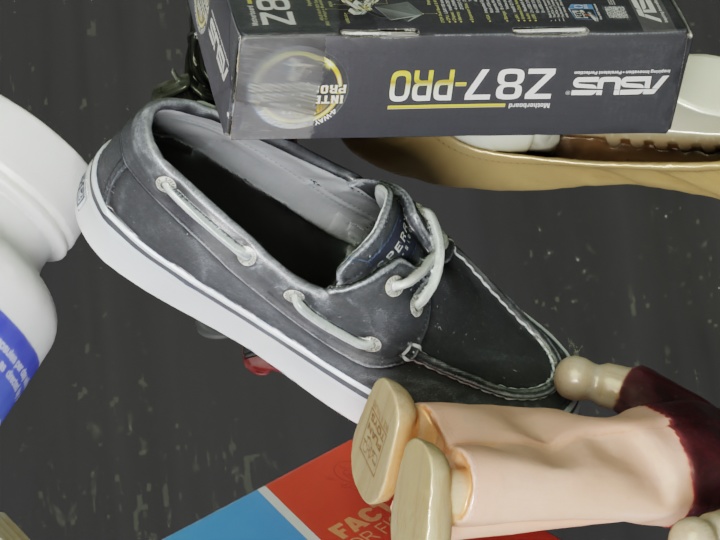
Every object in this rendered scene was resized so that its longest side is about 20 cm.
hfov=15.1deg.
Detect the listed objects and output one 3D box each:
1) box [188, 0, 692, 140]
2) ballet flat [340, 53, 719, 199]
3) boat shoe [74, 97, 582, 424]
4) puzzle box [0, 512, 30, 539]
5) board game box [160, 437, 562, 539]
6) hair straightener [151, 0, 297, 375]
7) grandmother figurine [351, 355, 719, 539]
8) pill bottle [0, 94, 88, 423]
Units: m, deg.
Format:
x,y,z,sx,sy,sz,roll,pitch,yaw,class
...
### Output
x,y,z,sx,sy,sz,roll,pitch,yaw,class
0.016,-0.120,0.995,0.161,0.049,0.200,0,37,-14,box
0.087,-0.065,1.020,0.200,0.063,0.069,4,66,9,ballet flat
0.000,0.000,0.956,0.200,0.068,0.072,30,51,-12,boat shoe
-0.106,0.196,0.920,0.200,0.025,0.133,45,98,21,puzzle box
0.025,0.135,0.880,0.200,0.040,0.153,27,35,32,board game box
-0.043,-0.065,1.026,0.041,0.077,0.200,-10,64,28,hair straightener
0.100,0.067,0.927,0.200,0.061,0.121,3,38,-22,grandmother figurine
-0.179,0.031,0.980,0.112,0.112,0.200,27,71,17,pill bottle
